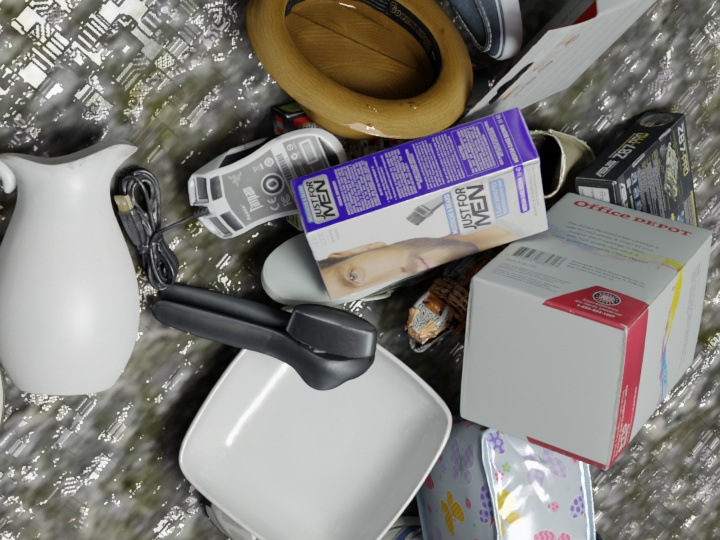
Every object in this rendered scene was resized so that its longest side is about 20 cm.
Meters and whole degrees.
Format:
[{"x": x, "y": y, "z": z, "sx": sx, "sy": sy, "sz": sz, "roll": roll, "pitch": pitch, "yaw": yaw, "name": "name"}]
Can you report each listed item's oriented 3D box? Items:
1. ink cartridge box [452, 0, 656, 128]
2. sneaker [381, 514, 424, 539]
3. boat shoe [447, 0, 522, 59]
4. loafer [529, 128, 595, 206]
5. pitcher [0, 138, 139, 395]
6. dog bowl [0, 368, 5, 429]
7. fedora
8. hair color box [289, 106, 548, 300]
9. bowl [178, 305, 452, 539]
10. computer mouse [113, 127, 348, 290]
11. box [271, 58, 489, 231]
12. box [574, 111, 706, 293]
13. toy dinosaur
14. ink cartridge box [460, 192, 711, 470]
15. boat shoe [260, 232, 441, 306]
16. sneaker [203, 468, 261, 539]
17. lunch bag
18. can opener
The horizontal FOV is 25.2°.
[{"x": 0.159, "y": -0.194, "z": 1.378, "sx": 0.200, "sy": 0.160, "sz": 0.047, "roll": -26, "pitch": 77, "yaw": -45, "name": "ink cartridge box"}, {"x": 0.098, "y": 0.280, "z": 1.593, "sx": 0.200, "sy": 0.088, "sz": 0.075, "roll": -7, "pitch": 110, "yaw": -25, "name": "sneaker"}, {"x": 0.060, "y": -0.261, "z": 1.356, "sx": 0.091, "sy": 0.071, "sz": 0.200, "roll": -21, "pitch": 85, "yaw": -20, "name": "boat shoe"}, {"x": 0.162, "y": -0.092, "z": 1.471, "sx": 0.200, "sy": 0.068, "sz": 0.076, "roll": 3, "pitch": 100, "yaw": -50, "name": "loafer"}, {"x": -0.265, "y": -0.005, "z": 1.304, "sx": 0.171, "sy": 0.121, "sz": 0.200, "roll": 0, "pitch": 98, "yaw": -5, "name": "pitcher"}, {"x": -0.391, "y": 0.099, "z": 1.292, "sx": 0.200, "sy": 0.074, "sz": 0.200, "roll": -9, "pitch": 112, "yaw": -23, "name": "dog bowl"}, {"x": -0.007, "y": -0.172, "z": 1.358, "sx": 0.200, "sy": 0.201, "sz": 0.082, "roll": -5, "pitch": 149, "yaw": -25, "name": "fedora"}, {"x": 0.051, "y": -0.054, "z": 1.347, "sx": 0.200, "sy": 0.065, "sz": 0.109, "roll": -17, "pitch": 147, "yaw": 1, "name": "hair color box"}, {"x": -0.041, "y": 0.149, "z": 1.449, "sx": 0.200, "sy": 0.075, "sz": 0.200, "roll": 36, "pitch": 87, "yaw": 0, "name": "bowl"}, {"x": -0.106, "y": -0.065, "z": 1.373, "sx": 0.200, "sy": 0.044, "sz": 0.110, "roll": -21, "pitch": 112, "yaw": 3, "name": "computer mouse"}, {"x": 0.024, "y": -0.114, "z": 1.443, "sx": 0.200, "sy": 0.035, "sz": 0.110, "roll": -16, "pitch": 114, "yaw": -21, "name": "box"}, {"x": 0.272, "y": -0.031, "z": 1.548, "sx": 0.161, "sy": 0.049, "sz": 0.200, "roll": -39, "pitch": 126, "yaw": -42, "name": "box"}, {"x": 0.119, "y": 0.016, "z": 1.468, "sx": 0.200, "sy": 0.102, "sz": 0.136, "roll": -21, "pitch": 145, "yaw": -17, "name": "toy dinosaur"}, {"x": 0.198, "y": 0.046, "z": 1.398, "sx": 0.200, "sy": 0.145, "sz": 0.145, "roll": -38, "pitch": 138, "yaw": -48, "name": "ink cartridge box"}, {"x": 0.000, "y": 0.000, "z": 1.448, "sx": 0.200, "sy": 0.071, "sz": 0.064, "roll": -13, "pitch": 156, "yaw": -26, "name": "boat shoe"}, {"x": -0.053, "y": 0.260, "z": 1.494, "sx": 0.076, "sy": 0.115, "sz": 0.200, "roll": -50, "pitch": 121, "yaw": -2, "name": "sneaker"}, {"x": 0.135, "y": 0.229, "z": 1.470, "sx": 0.127, "sy": 0.170, "sz": 0.200, "roll": -6, "pitch": 88, "yaw": -21, "name": "lunch bag"}, {"x": -0.081, "y": 0.049, "z": 1.394, "sx": 0.200, "sy": 0.063, "sz": 0.079, "roll": 15, "pitch": 112, "yaw": 10, "name": "can opener"}]
